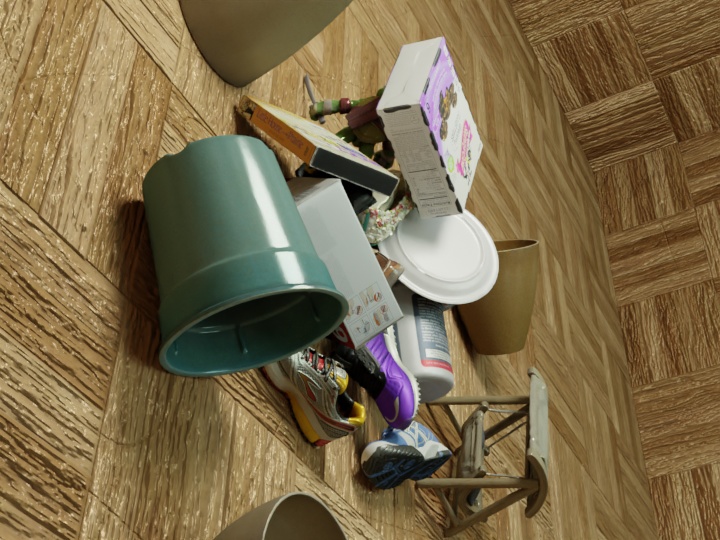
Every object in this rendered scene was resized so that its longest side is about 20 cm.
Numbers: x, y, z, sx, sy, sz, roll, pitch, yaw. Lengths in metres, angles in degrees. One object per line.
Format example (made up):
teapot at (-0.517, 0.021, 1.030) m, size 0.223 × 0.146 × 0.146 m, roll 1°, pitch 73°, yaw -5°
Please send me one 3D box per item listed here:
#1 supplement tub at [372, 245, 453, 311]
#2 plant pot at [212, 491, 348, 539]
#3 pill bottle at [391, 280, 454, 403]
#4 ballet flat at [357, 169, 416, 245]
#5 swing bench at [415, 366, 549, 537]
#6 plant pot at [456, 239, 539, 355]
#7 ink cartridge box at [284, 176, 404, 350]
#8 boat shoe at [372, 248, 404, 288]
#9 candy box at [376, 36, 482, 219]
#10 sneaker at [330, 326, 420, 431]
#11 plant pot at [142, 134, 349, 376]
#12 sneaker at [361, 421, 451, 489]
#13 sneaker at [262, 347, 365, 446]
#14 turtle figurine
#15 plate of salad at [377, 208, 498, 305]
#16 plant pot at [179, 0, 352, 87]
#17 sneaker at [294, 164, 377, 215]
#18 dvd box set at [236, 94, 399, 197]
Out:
supplement tub at (0.085, -0.030, 1.718) m, size 0.200 × 0.122 × 0.123 m, roll 52°, pitch 29°, yaw -39°
plant pot at (-0.095, 0.321, 0.989) m, size 0.200 × 0.134 × 0.202 m, roll 50°, pitch 30°, yaw -42°
pill bottle at (0.068, 0.087, 1.587) m, size 0.119 × 0.119 × 0.202 m, roll 38°, pitch 40°, yaw -54°
ballet flat at (0.042, -0.107, 1.545) m, size 0.200 × 0.075 × 0.064 m, roll -63°, pitch 164°, yaw -54°
swing bench at (0.207, 0.281, 1.659) m, size 0.130 × 0.199 × 0.200 m, roll 60°, pitch 25°, yaw -26°
plant pot at (0.256, 0.052, 2.025) m, size 0.186 × 0.185 × 0.202 m, roll -27°, pitch 111°, yaw -68°
ink cartridge box at (-0.054, -0.014, 1.379) m, size 0.175 × 0.084 × 0.201 m, roll 13°, pitch -48°, yaw 63°
boat shoe at (0.000, 0.000, 1.486) m, size 0.072 × 0.076 × 0.200 m, roll 42°, pitch -11°, yaw -14°
candy box at (0.105, -0.205, 1.553) m, size 0.168 × 0.071 × 0.201 m, roll -70°, pitch 145°, yaw -43°
sneaker at (0.008, 0.132, 1.456) m, size 0.099 × 0.070 × 0.201 m, roll 9°, pitch 43°, yaw -33°
plant pot at (-0.134, -0.020, 1.113) m, size 0.200 × 0.199 × 0.198 m, roll 26°, pitch 42°, yaw -61°
sneaker at (0.050, 0.250, 1.486) m, size 0.077 × 0.076 × 0.200 m, roll 52°, pitch 16°, yaw 24°
sneaker at (-0.058, 0.122, 1.306) m, size 0.201 × 0.082 × 0.078 m, roll 60°, pitch 24°, yaw -26°
turtle figurine at (-0.019, -0.190, 1.621) m, size 0.195 × 0.199 × 0.144 m, roll -59°, pitch 138°, yaw -32°
plate of salad at (0.112, -0.030, 1.589) m, size 0.198 × 0.048 × 0.201 m, roll 12°, pitch 52°, yaw -15°
plant pot at (-0.108, -0.368, 1.417) m, size 0.187 × 0.199 × 0.189 m, roll 49°, pitch 31°, yaw -44°
sneaker at (-0.046, -0.110, 1.450) m, size 0.090 × 0.070 × 0.200 m, roll 60°, pitch -15°, yaw -11°
dvd box set at (-0.058, -0.165, 1.396) m, size 0.146 × 0.030 × 0.200 m, roll 18°, pitch 15°, yaw -42°
